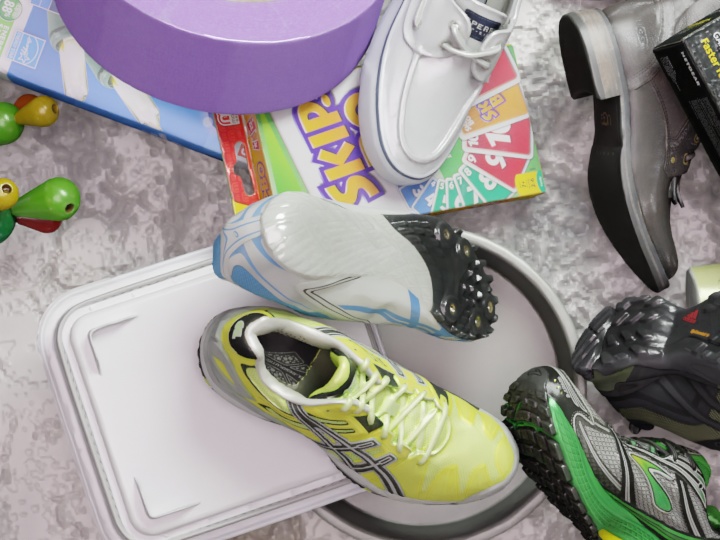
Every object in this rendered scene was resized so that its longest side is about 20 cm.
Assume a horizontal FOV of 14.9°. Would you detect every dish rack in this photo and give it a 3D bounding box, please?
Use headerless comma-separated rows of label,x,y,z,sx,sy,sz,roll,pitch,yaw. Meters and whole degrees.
dish rack,-0.077,0.070,1.641,0.200,0.044,0.172,-18,88,-12

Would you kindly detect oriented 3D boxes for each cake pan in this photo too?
cake pan,0.038,0.073,1.697,0.200,0.037,0.201,0,89,2

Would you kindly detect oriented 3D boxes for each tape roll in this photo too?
tape roll,-0.081,-0.188,1.637,0.200,0.066,0.200,7,51,-9

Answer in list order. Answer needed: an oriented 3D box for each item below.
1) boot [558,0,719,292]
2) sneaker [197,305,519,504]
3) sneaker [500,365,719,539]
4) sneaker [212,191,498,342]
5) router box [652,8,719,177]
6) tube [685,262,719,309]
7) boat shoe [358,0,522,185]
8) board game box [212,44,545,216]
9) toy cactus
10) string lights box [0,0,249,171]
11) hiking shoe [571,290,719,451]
boot,0.222,-0.100,1.679,0.174,0.069,0.200,-18,107,-13
sneaker,0.001,0.082,1.594,0.200,0.076,0.075,23,79,-9
sneaker,0.155,0.120,1.652,0.085,0.078,0.200,-45,124,-7
sneaker,0.000,0.000,1.617,0.200,0.072,0.072,18,66,-39
router box,0.284,-0.082,1.637,0.149,0.051,0.200,-31,97,-16
tube,0.300,0.011,1.687,0.200,0.052,0.058,-6,120,-3
boat shoe,0.055,-0.147,1.634,0.074,0.065,0.200,18,82,-29
board game box,0.012,-0.076,1.664,0.200,0.030,0.096,-11,86,-23
toy cactus,-0.271,-0.051,1.695,0.200,0.102,0.165,19,108,0
string lights box,-0.127,-0.137,1.695,0.200,0.059,0.103,20,87,2
hiking shoe,0.228,0.061,1.632,0.101,0.200,0.076,51,53,-36
